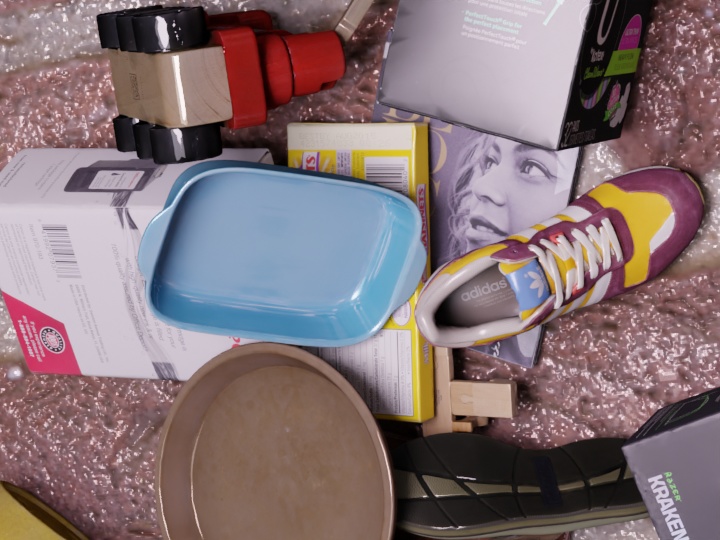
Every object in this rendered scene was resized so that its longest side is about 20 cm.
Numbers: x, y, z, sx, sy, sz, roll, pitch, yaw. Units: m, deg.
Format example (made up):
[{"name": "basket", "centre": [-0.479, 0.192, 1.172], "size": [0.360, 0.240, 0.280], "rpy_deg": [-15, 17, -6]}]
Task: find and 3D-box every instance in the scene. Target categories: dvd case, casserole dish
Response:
[{"name": "dvd case", "centre": [0.069, -0.048, 1.492], "size": [0.148, 0.016, 0.201], "rpy_deg": [17, 108, 19]}, {"name": "casserole dish", "centre": [-0.053, -0.015, 1.429], "size": [0.039, 0.199, 0.121], "rpy_deg": [56, 132, 53]}]

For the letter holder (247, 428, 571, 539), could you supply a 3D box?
[{"name": "letter holder", "centre": [0.031, 0.197, 1.521], "size": [0.200, 0.101, 0.143], "rpy_deg": [17, 107, 19]}]

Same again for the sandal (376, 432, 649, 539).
[{"name": "sandal", "centre": [0.107, 0.154, 1.468], "size": [0.200, 0.080, 0.057], "rpy_deg": [1, 138, -2]}]

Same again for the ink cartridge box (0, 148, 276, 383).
[{"name": "ink cartridge box", "centre": [-0.147, -0.004, 1.537], "size": [0.199, 0.083, 0.146], "rpy_deg": [2, 125, 22]}]

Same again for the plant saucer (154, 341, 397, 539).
[{"name": "plant saucer", "centre": [-0.054, 0.147, 1.476], "size": [0.200, 0.029, 0.201], "rpy_deg": [2, 93, 36]}]

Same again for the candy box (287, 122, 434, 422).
[{"name": "candy box", "centre": [0.000, 0.000, 1.502], "size": [0.102, 0.026, 0.201], "rpy_deg": [3, 97, 33]}]

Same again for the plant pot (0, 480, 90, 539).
[{"name": "plant pot", "centre": [-0.268, 0.240, 1.628], "size": [0.200, 0.200, 0.142], "rpy_deg": [36, 87, 12]}]

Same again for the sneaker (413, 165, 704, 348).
[{"name": "sneaker", "centre": [0.129, -0.001, 1.419], "size": [0.200, 0.090, 0.075], "rpy_deg": [-28, 95, 12]}]

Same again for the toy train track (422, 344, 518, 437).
[{"name": "toy train track", "centre": [0.022, 0.083, 1.535], "size": [0.200, 0.033, 0.115], "rpy_deg": [1, 99, 30]}]

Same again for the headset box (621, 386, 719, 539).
[{"name": "headset box", "centre": [0.296, 0.145, 1.397], "size": [0.200, 0.093, 0.175], "rpy_deg": [-22, 94, 26]}]

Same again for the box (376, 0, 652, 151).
[{"name": "box", "centre": [0.109, -0.187, 1.361], "size": [0.124, 0.148, 0.201], "rpy_deg": [16, 102, 19]}]

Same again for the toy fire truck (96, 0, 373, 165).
[{"name": "toy fire truck", "centre": [-0.062, -0.153, 1.469], "size": [0.199, 0.176, 0.129], "rpy_deg": [-11, 100, -17]}]
